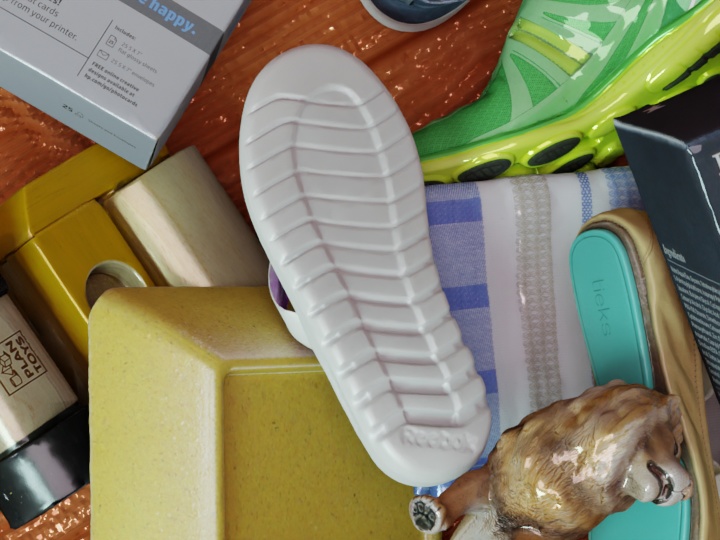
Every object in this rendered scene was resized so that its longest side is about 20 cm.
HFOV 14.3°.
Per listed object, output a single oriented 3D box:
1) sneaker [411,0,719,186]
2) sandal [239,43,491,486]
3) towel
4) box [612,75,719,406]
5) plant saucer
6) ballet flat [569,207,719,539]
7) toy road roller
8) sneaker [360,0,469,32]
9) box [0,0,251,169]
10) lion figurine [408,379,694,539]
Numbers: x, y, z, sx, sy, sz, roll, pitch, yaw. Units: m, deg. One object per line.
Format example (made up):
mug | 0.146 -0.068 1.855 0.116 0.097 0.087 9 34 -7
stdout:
sneaker | 0.096 -0.094 1.312 0.200 0.074 0.084 -32 66 2
sandal | -0.007 0.001 1.231 0.082 0.050 0.203 -9 72 -25
towel | 0.111 0.027 1.293 0.200 0.024 0.147 -4 89 -24
box | 0.218 0.004 1.193 0.148 0.107 0.200 -24 101 -7
plant saucer | -0.028 0.106 1.247 0.048 0.200 0.200 -1 90 43
ballet flat | 0.136 0.071 1.256 0.063 0.069 0.200 -6 92 -40
toy road roller | -0.144 0.036 1.286 0.200 0.146 0.123 -35 92 -39
sneaker | 0.076 -0.195 1.266 0.077 0.146 0.202 37 87 0
box | -0.111 -0.167 1.278 0.156 0.041 0.200 31 67 -1
lion figurine | 0.056 0.129 1.217 0.072 0.122 0.200 48 129 15
